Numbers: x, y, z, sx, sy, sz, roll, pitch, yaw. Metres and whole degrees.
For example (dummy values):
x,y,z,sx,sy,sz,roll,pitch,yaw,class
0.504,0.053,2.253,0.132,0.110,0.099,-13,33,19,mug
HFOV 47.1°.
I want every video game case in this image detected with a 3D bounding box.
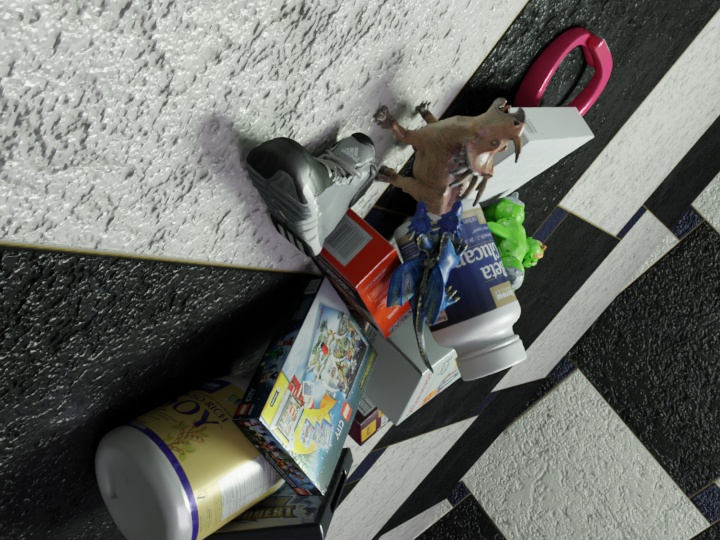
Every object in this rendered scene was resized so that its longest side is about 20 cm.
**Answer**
x,y,z,sx,sy,sz,roll,pitch,yaw,class
-0.121,0.267,0.964,0.200,0.026,0.181,-10,-168,12,video game case

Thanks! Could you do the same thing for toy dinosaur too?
x,y,z,sx,sy,sz,roll,pitch,yaw,class
0.088,-0.102,0.855,0.086,0.136,0.200,-37,157,-23,toy dinosaur

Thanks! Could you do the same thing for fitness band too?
x,y,z,sx,sy,sz,roll,pitch,yaw,class
0.265,-0.240,1.084,0.144,0.037,0.200,-48,158,11,fitness band

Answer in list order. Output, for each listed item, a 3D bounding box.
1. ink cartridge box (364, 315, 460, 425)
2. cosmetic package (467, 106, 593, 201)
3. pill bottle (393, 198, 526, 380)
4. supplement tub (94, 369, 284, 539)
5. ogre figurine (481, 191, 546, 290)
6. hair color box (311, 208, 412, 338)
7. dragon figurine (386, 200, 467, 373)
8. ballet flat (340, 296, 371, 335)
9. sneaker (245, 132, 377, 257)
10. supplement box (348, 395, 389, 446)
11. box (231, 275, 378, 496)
x,y,z,sx,sy,sz,roll,pitch,yaw,class
0.084,0.088,1.166,0.200,0.145,0.145,-31,155,-33,ink cartridge box
0.178,-0.138,1.012,0.151,0.052,0.200,-37,167,35,cosmetic package
0.125,0.025,0.991,0.111,0.200,0.111,-21,176,-2,pill bottle
-0.166,0.202,0.900,0.200,0.145,0.145,-25,150,-44,supplement tub
0.176,-0.016,1.092,0.200,0.098,0.120,-60,-174,-37,ogre figurine
0.000,0.000,0.917,0.061,0.102,0.200,-45,158,-6,hair color box
0.065,0.016,0.842,0.099,0.059,0.200,-27,135,-65,dragon figurine
-0.038,0.086,1.070,0.046,0.067,0.200,14,126,-29,ballet flat
-0.035,-0.095,0.746,0.116,0.075,0.200,-47,169,-12,sneaker
0.045,0.172,1.320,0.200,0.086,0.110,-39,158,-19,supplement box
-0.053,0.124,0.909,0.137,0.038,0.200,58,38,-33,box
